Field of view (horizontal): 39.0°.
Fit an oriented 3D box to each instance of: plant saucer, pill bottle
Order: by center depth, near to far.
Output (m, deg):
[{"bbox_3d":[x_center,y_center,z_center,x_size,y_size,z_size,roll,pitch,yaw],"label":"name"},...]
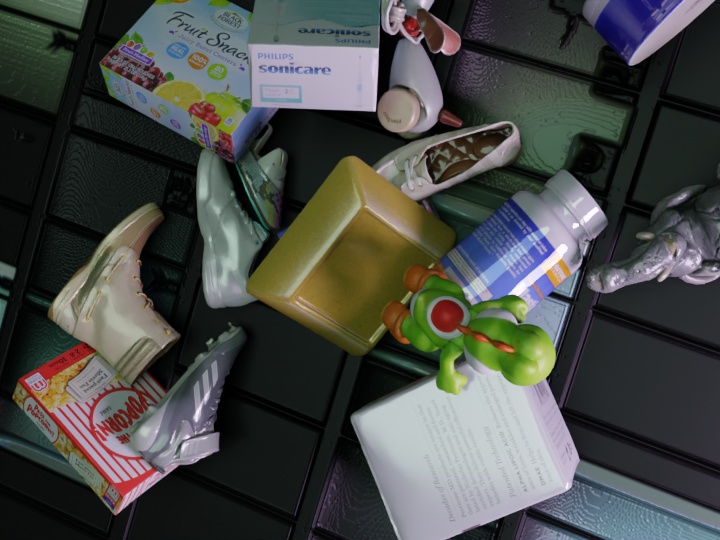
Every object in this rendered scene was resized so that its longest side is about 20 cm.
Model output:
[{"bbox_3d":[0.181,-0.018,1.158,0.199,0.112,0.113,-41,80,5],"label":"pill bottle"},{"bbox_3d":[0.000,0.000,1.181,0.201,0.199,0.049,-51,37,10],"label":"plant saucer"}]

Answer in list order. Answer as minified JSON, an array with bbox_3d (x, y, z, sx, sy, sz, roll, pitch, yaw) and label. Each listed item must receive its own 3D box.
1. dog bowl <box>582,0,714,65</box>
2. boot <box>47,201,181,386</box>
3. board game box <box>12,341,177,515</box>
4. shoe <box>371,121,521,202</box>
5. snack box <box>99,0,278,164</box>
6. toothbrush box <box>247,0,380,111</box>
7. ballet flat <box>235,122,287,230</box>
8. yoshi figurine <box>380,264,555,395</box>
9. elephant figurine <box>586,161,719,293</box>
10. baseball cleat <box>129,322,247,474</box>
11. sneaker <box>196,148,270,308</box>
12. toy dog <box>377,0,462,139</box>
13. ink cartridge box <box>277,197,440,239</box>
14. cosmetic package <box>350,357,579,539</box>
[{"bbox_3d":[0.334,-0.314,1.071,0.200,0.200,0.079,-42,82,12],"label":"dog bowl"},{"bbox_3d":[-0.284,0.029,1.315,0.155,0.073,0.201,39,79,4],"label":"boot"},{"bbox_3d":[-0.316,0.186,1.290,0.200,0.151,0.047,44,131,10],"label":"board game box"},{"bbox_3d":[0.095,-0.131,1.195,0.196,0.053,0.071,-20,81,1],"label":"shoe"},{"bbox_3d":[-0.191,-0.251,1.256,0.198,0.068,0.170,30,65,13],"label":"snack box"},{"bbox_3d":[-0.049,-0.278,1.168,0.143,0.202,0.086,1,134,-1],"label":"toothbrush box"},{"bbox_3d":[-0.135,-0.152,1.282,0.070,0.069,0.202,-31,79,5],"label":"ballet flat"},{"bbox_3d":[0.121,0.068,1.044,0.199,0.111,0.115,26,129,47],"label":"yoshi figurine"},{"bbox_3d":[0.364,-0.040,1.108,0.198,0.154,0.144,-26,45,40],"label":"elephant figurine"},{"bbox_3d":[-0.195,0.166,1.277,0.106,0.070,0.200,45,72,-2],"label":"baseball cleat"},{"bbox_3d":[-0.159,-0.057,1.293,0.086,0.075,0.205,-5,95,4],"label":"sneaker"},{"bbox_3d":[0.082,-0.243,1.188,0.094,0.132,0.204,10,119,15],"label":"toy dog"},{"bbox_3d":[-0.008,-0.055,1.260,0.198,0.037,0.096,-31,82,16],"label":"ink cartridge box"},{"bbox_3d":[0.122,0.190,1.154,0.197,0.165,0.168,-26,83,15],"label":"cosmetic package"}]
